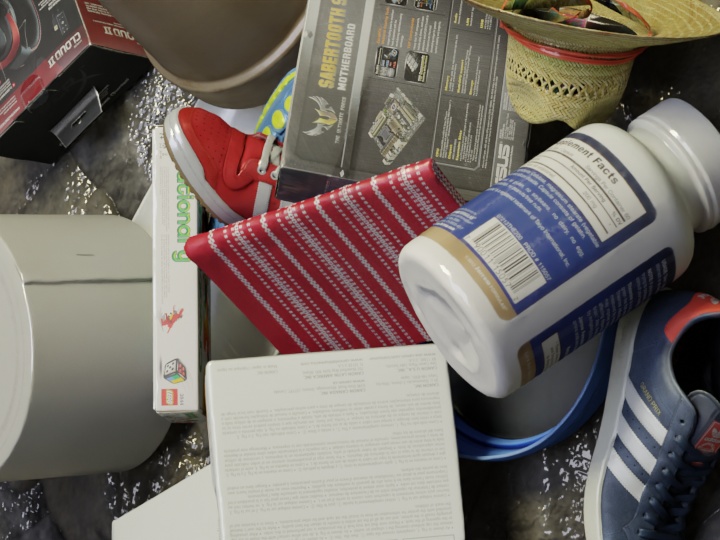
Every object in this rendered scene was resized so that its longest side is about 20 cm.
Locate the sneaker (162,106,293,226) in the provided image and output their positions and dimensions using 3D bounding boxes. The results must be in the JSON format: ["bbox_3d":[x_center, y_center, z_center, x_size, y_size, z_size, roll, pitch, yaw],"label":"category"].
[{"bbox_3d":[-0.030,-0.057,1.597,0.112,0.200,0.071,-33,26,31],"label":"sneaker"}]

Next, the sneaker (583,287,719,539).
[{"bbox_3d":[0.194,0.110,1.474,0.084,0.075,0.201,1,84,47],"label":"sneaker"}]

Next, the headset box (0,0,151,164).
[{"bbox_3d":[-0.255,-0.194,1.939,0.149,0.075,0.201,-41,58,32],"label":"headset box"}]

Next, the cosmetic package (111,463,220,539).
[{"bbox_3d":[-0.071,0.187,1.678,0.200,0.113,0.082,-29,49,35],"label":"cosmetic package"}]

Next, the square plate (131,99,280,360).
[{"bbox_3d":[-0.084,-0.032,1.788,0.198,0.028,0.201,46,114,38],"label":"square plate"}]

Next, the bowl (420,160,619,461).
[{"bbox_3d":[0.096,0.027,1.602,0.200,0.039,0.202,-8,79,43],"label":"bowl"}]

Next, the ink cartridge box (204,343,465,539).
[{"bbox_3d":[-0.014,0.152,1.560,0.050,0.161,0.201,109,157,-76],"label":"ink cartridge box"}]

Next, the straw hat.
[{"bbox_3d":[0.131,-0.133,1.508,0.201,0.200,0.086,28,116,42],"label":"straw hat"}]

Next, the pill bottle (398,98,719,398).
[{"bbox_3d":[0.132,-0.020,1.471,0.200,0.111,0.111,-33,51,-14],"label":"pill bottle"}]

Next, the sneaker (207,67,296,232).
[{"bbox_3d":[-0.051,-0.058,1.690,0.200,0.082,0.071,-53,22,40],"label":"sneaker"}]

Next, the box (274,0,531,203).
[{"bbox_3d":[0.036,-0.130,1.575,0.048,0.157,0.201,104,175,-65],"label":"box"}]

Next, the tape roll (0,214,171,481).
[{"bbox_3d":[-0.245,0.057,1.829,0.202,0.139,0.204,2,92,51],"label":"tape roll"}]

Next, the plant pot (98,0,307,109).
[{"bbox_3d":[-0.123,-0.238,1.736,0.199,0.173,0.201,-15,65,35],"label":"plant pot"}]

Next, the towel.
[{"bbox_3d":[0.000,0.000,1.566,0.199,0.145,0.023,-17,41,31],"label":"towel"}]

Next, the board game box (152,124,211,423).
[{"bbox_3d":[-0.127,0.005,1.724,0.034,0.126,0.201,-1,84,1],"label":"board game box"}]
